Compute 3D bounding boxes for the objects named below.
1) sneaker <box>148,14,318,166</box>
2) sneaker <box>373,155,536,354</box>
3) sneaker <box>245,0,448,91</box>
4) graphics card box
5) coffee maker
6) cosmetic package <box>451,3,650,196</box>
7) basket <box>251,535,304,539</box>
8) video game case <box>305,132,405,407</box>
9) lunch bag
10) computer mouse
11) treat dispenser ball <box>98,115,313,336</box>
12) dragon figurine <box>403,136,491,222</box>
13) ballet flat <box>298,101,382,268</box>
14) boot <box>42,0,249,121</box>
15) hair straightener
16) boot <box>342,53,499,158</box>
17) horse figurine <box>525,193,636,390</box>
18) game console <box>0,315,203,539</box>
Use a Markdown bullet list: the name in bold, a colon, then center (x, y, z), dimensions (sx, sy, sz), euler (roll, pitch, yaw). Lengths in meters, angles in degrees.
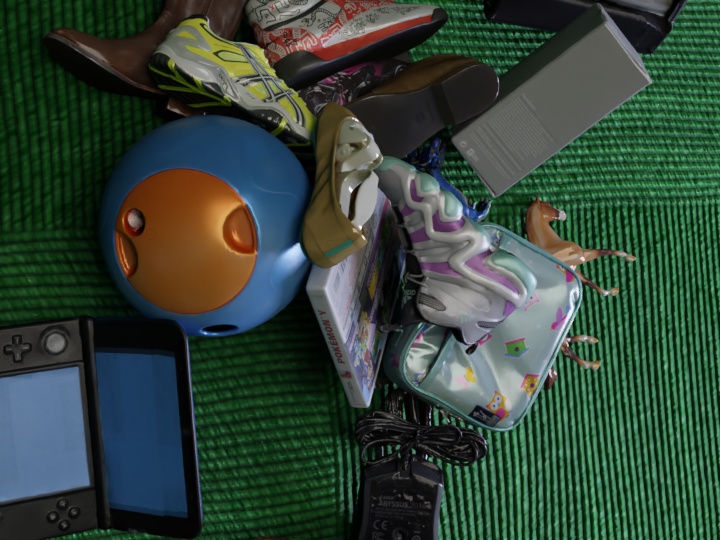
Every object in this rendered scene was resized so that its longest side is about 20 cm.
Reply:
- **sneaker**: center (-0.096, -0.168, 1.267), dimensions (0.200, 0.075, 0.076), euler (32, 67, -20)
- **sneaker**: center (0.055, -0.003, 1.284), dimensions (0.200, 0.078, 0.140), euler (42, 86, -2)
- **sneaker**: center (-0.015, -0.258, 1.344), dimensions (0.201, 0.067, 0.108), euler (-24, 79, -22)
- **graphics card box**: center (-0.024, -0.157, 1.385), dimensions (0.200, 0.051, 0.126), euler (-32, 101, -28)
- **coffee maker**: center (0.237, -0.307, 1.480), dimensions (0.200, 0.192, 0.135), euler (10, 38, -10)
- **cosmetic package**: center (0.195, -0.179, 1.407), dimensions (0.200, 0.107, 0.090), euler (-33, 105, 19)
- **basket**: center (-0.014, 0.333, 1.272), dimensions (0.200, 0.143, 0.149), euler (6, 82, -4)
- **video game case**: center (0.000, 0.000, 1.307), dimensions (0.182, 0.023, 0.200), euler (72, 26, -46)
- **lunch bag**: center (0.121, 0.058, 1.373), dimensions (0.160, 0.077, 0.200), euler (30, 84, -20)
- **computer mouse**: center (0.045, 0.245, 1.378), dimensions (0.138, 0.053, 0.200), euler (10, 94, -7)
- **treat dispenser ball**: center (-0.137, -0.040, 1.229), dimensions (0.201, 0.201, 0.201), euler (2, 85, -28)
- **dragon figurine**: center (0.080, -0.037, 1.427), dimensions (0.099, 0.059, 0.200), euler (9, 87, -27)
- **ballet flat**: center (-0.008, -0.084, 1.207), dimensions (0.069, 0.063, 0.200), euler (45, 36, -36)
- **boot**: center (-0.191, -0.260, 1.293), dimensions (0.186, 0.064, 0.200), euler (26, 77, -36)
- **hair straightener**: center (0.039, 0.128, 1.412), dimensions (0.077, 0.041, 0.200), euler (4, 89, -28)
- **boot**: center (0.036, -0.164, 1.360), dimensions (0.200, 0.075, 0.074), euler (-23, 124, -12)
- **horse figurine**: center (0.221, 0.030, 1.502), dimensions (0.132, 0.050, 0.200), euler (23, 82, -13)
- **game console**: center (-0.245, 0.146, 1.192), dimensions (0.171, 0.118, 0.200), euler (-8, 97, -28)
